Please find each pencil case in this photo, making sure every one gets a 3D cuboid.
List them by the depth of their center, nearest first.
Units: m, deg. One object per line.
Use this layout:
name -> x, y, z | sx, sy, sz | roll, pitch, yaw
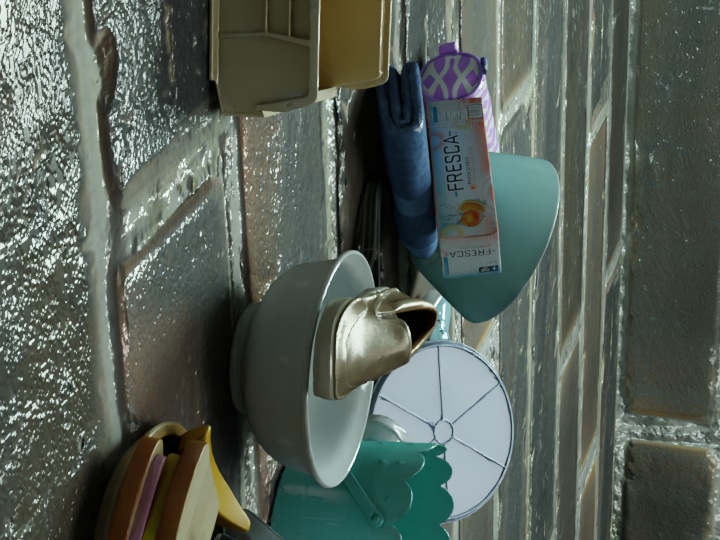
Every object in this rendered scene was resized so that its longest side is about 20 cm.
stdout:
pencil case -> 0.116, -0.171, 1.984 | 0.201, 0.083, 0.086 | 75, 3, -54

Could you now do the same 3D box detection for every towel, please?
towel -> 0.049, -0.112, 1.786 | 0.201, 0.048, 0.113 | 81, 4, -48

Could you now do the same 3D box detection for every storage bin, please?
storage bin -> -0.044, -0.232, 1.381 | 0.200, 0.093, 0.201 | -33, 126, -70

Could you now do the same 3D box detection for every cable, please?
cable -> 0.000, 0.000, 1.733 | 0.097, 0.050, 0.203 | 32, 52, -64

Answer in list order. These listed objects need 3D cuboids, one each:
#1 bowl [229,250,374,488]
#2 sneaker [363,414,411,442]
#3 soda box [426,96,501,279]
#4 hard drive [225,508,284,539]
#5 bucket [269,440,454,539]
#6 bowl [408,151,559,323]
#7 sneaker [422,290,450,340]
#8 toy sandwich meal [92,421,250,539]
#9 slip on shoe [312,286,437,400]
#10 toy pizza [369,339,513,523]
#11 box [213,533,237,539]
bowl -> -0.054, 0.080, 1.449 | 0.201, 0.089, 0.204 | 5, 90, -74
sneaker -> 0.011, 0.256, 1.752 | 0.115, 0.074, 0.202 | -55, 150, -65
soda box -> 0.107, -0.089, 1.792 | 0.069, 0.063, 0.202 | 80, 6, -48
hard drive -> -0.073, 0.316, 1.422 | 0.026, 0.132, 0.202 | -11, 111, -28
bucket -> 0.002, 0.253, 1.616 | 0.207, 0.133, 0.210 | 6, 90, -74
bowl -> 0.124, -0.054, 1.909 | 0.201, 0.104, 0.202 | -49, -154, 34
sneaker -> 0.092, 0.117, 1.978 | 0.074, 0.081, 0.202 | 70, 30, -58
toy sandwich meal -> -0.134, 0.201, 1.244 | 0.205, 0.069, 0.208 | 5, 90, -74
slip on shoe -> 0.012, 0.058, 1.402 | 0.200, 0.060, 0.077 | -25, 119, -71
toy pizza -> 0.084, 0.178, 1.888 | 0.198, 0.032, 0.203 | 2, 87, -31
box -> -0.088, 0.325, 1.221 | 0.201, 0.123, 0.198 | 94, 18, -64
